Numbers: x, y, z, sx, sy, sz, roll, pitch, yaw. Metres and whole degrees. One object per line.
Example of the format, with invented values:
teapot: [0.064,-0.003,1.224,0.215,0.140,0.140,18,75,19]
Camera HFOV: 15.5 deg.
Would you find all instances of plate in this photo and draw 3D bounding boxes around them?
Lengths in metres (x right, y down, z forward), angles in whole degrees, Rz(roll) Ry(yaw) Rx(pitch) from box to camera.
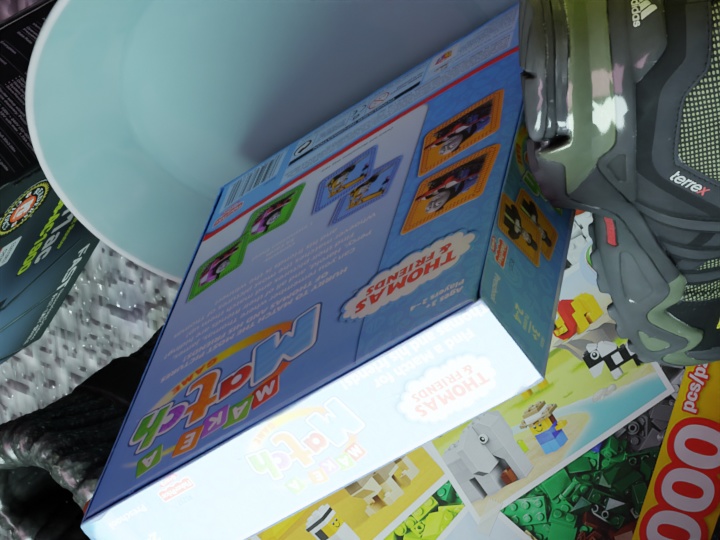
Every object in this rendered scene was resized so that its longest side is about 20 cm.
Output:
plate: [-0.017,-0.063,0.928,0.199,0.026,0.201,-2,138,-1]

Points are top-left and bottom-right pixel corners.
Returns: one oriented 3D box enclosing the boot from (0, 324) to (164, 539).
boot: [-0.021,0.069,0.978,0.211,0.158,0.080,7,120,35]

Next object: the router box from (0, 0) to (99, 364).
router box: [-0.161,-0.014,1.045,0.062,0.150,0.200,44,135,8]

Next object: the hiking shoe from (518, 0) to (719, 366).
hiking shoe: [0.117,-0.027,0.792,0.100,0.076,0.200,-8,155,20]

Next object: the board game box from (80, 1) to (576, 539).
board game box: [0.000,0.000,0.832,0.151,0.200,0.037,-30,111,26]

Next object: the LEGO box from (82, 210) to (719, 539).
LEGO box: [0.029,0.076,0.903,0.149,0.200,0.077,49,177,-10]
